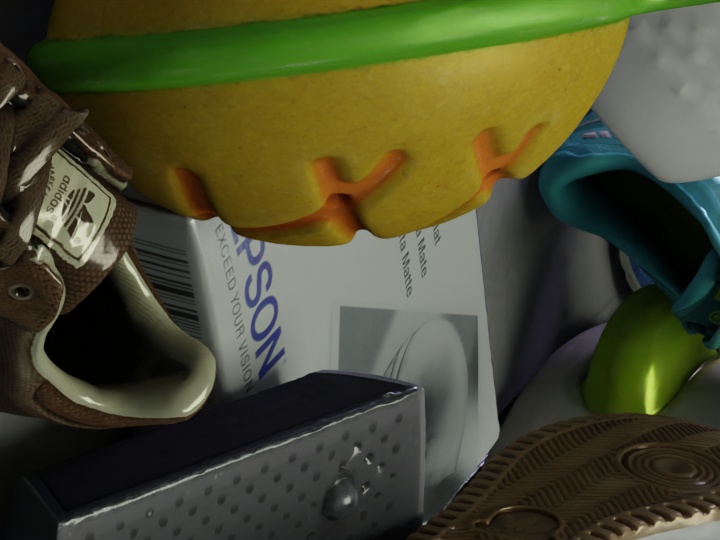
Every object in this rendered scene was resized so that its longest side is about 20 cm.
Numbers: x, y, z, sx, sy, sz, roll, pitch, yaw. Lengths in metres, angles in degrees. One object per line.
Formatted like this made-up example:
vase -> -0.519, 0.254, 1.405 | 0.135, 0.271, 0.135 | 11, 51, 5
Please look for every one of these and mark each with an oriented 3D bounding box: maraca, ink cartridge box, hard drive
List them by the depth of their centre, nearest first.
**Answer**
maraca -> 0.015, -0.065, 0.708 | 0.199, 0.137, 0.107 | -11, 102, -22
hard drive -> -0.047, 0.127, 0.782 | 0.135, 0.042, 0.201 | -19, 127, -37
ink cartridge box -> 0.000, 0.000, 0.858 | 0.200, 0.040, 0.200 | -52, 146, -40

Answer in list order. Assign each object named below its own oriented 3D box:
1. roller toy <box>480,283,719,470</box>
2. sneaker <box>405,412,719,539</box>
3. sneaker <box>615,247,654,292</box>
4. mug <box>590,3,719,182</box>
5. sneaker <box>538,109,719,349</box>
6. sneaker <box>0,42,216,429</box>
roller toy -> 0.128, 0.121, 1.066 | 0.183, 0.139, 0.200 | -67, 154, -15
sneaker -> 0.053, 0.116, 0.807 | 0.200, 0.070, 0.109 | -27, 125, -53
sneaker -> 0.187, 0.007, 1.116 | 0.200, 0.089, 0.079 | 29, 74, -25
mug -> 0.153, -0.098, 0.916 | 0.175, 0.200, 0.148 | -40, 175, 9
sneaker -> 0.147, 0.010, 0.993 | 0.080, 0.200, 0.078 | -34, 152, -41
sneaker -> -0.086, -0.031, 0.628 | 0.071, 0.075, 0.200 | -64, 152, -22
